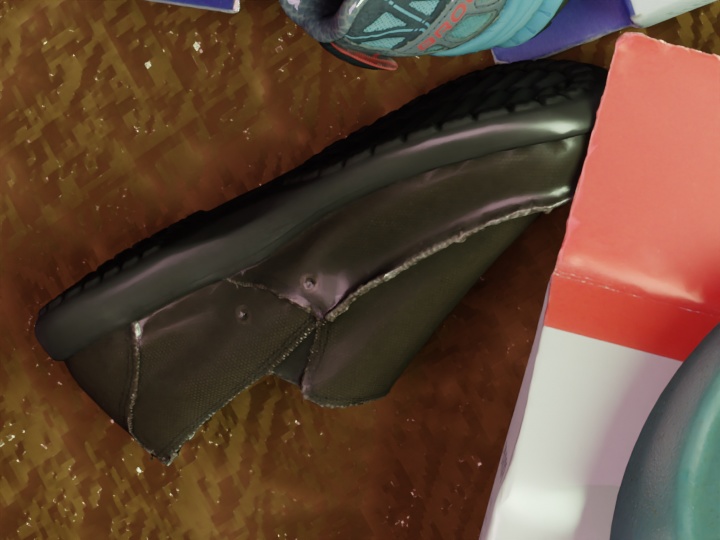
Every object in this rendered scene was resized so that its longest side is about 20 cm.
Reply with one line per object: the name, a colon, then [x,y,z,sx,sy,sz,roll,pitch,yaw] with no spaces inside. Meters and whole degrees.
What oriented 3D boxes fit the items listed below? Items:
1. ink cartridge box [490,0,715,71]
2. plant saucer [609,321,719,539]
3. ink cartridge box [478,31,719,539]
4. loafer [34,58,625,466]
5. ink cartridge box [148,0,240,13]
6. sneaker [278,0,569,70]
ink cartridge box: [0.090,-0.176,0.805,0.200,0.043,0.197,-20,88,23]
plant saucer: [0.156,0.060,0.705,0.200,0.027,0.201,-8,54,12]
ink cartridge box: [0.119,0.054,0.785,0.161,0.050,0.200,14,104,-2]
loafer: [0.000,0.000,0.854,0.200,0.073,0.071,-24,99,30]
ink cartridge box: [-0.052,-0.179,0.855,0.099,0.039,0.201,13,100,37]
sneaker: [0.008,-0.150,0.778,0.079,0.095,0.201,11,112,50]
